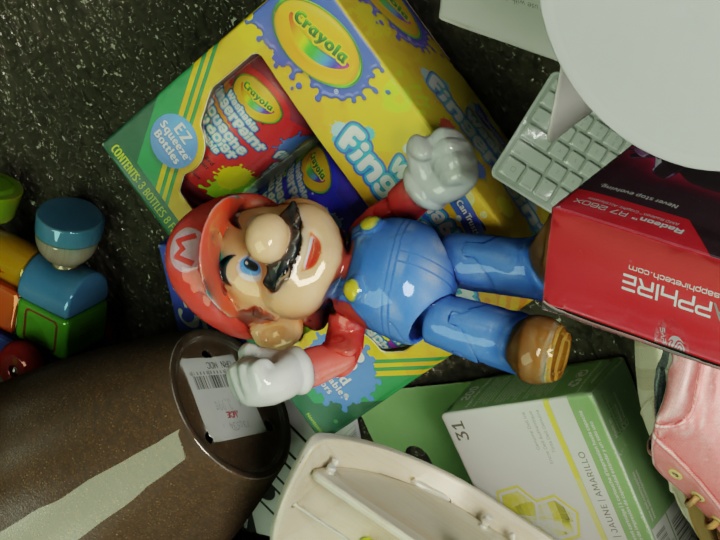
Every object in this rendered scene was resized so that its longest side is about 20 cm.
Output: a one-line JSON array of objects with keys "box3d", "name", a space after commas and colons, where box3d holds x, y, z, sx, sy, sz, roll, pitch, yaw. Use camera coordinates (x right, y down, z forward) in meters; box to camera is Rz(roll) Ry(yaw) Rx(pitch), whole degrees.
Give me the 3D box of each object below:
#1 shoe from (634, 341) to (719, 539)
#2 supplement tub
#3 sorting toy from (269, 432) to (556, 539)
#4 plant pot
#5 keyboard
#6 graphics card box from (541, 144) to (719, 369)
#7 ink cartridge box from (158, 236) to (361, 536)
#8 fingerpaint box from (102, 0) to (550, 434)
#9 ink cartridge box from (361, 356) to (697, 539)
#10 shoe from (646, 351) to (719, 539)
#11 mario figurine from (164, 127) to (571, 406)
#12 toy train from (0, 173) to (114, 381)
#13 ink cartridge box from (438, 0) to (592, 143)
[{"box3d": [0.173, 0.050, 0.938, 0.053, 0.070, 0.201, 30, 136, 60], "name": "shoe"}, {"box3d": [0.168, -0.135, 0.717, 0.144, 0.200, 0.146, 20, 128, 28], "name": "supplement tub"}, {"box3d": [0.030, 0.210, 1.001, 0.199, 0.107, 0.181, 32, 101, 18], "name": "sorting toy"}, {"box3d": [-0.142, 0.119, 1.100, 0.200, 0.187, 0.187, -34, 94, 32], "name": "plant pot"}, {"box3d": [0.157, -0.016, 0.872, 0.199, 0.011, 0.057, 31, 93, -7], "name": "keyboard"}, {"box3d": [0.176, -0.026, 0.781, 0.125, 0.200, 0.051, 19, 123, 29], "name": "graphics card box"}, {"box3d": [-0.054, 0.069, 1.140, 0.093, 0.044, 0.201, 8, 121, 33], "name": "ink cartridge box"}, {"box3d": [-0.010, -0.039, 0.986, 0.167, 0.073, 0.201, -35, 93, 30], "name": "fingerpaint box"}, {"box3d": [0.085, 0.130, 1.067, 0.199, 0.048, 0.146, -12, 110, 40], "name": "ink cartridge box"}, {"box3d": [0.178, 0.099, 0.879, 0.090, 0.072, 0.202, 4, 112, 8], "name": "shoe"}, {"box3d": [0.000, 0.000, 0.888, 0.198, 0.124, 0.107, 6, 123, 15], "name": "mario figurine"}, {"box3d": [-0.247, -0.013, 1.223, 0.199, 0.085, 0.116, 25, 120, 25], "name": "toy train"}, {"box3d": [0.093, -0.170, 0.814, 0.067, 0.117, 0.201, 24, 129, 27], "name": "ink cartridge box"}]
